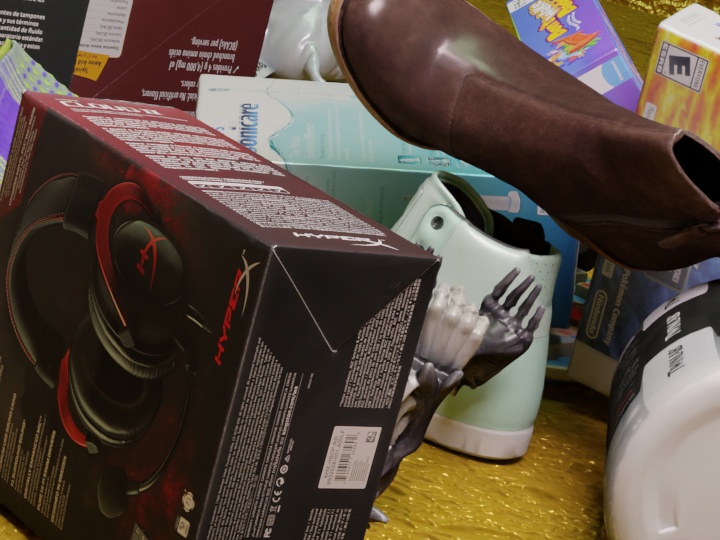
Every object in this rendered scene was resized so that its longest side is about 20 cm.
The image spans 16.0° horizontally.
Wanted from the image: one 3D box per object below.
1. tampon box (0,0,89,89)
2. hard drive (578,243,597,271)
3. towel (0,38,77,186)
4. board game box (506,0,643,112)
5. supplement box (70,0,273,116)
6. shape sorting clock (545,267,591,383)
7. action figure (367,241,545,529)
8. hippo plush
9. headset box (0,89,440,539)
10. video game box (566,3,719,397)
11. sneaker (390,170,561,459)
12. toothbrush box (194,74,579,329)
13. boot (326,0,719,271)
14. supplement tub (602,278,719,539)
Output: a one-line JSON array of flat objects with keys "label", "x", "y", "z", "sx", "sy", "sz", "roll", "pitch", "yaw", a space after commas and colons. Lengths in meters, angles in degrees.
[{"label": "tampon box", "x": -0.234, "y": -0.138, "z": 1.331, "sx": 0.126, "sy": 0.201, "sz": 0.150, "roll": 4, "pitch": 16, "yaw": -39}, {"label": "hard drive", "x": 0.048, "y": -0.040, "z": 1.503, "sx": 0.199, "sy": 0.042, "sz": 0.135, "roll": 12, "pitch": -5, "yaw": 8}, {"label": "towel", "x": -0.120, "y": -0.028, "z": 1.128, "sx": 0.144, "sy": 0.023, "sz": 0.200, "roll": 37, "pitch": 21, "yaw": -11}, {"label": "board game box", "x": 0.149, "y": -0.048, "z": 1.341, "sx": 0.045, "sy": 0.200, "sz": 0.135, "roll": -28, "pitch": 23, "yaw": 9}, {"label": "supplement box", "x": -0.165, "y": -0.171, "z": 1.539, "sx": 0.133, "sy": 0.201, "sz": 0.197, "roll": 25, "pitch": 17, "yaw": 38}, {"label": "shape sorting clock", "x": 0.081, "y": 0.018, "z": 1.385, "sx": 0.199, "sy": 0.039, "sz": 0.200, "roll": 14, "pitch": 13, "yaw": -3}, {"label": "action figure", "x": -0.006, "y": 0.035, "z": 1.053, "sx": 0.119, "sy": 0.102, "sz": 0.200, "roll": 25, "pitch": 26, "yaw": 20}, {"label": "hippo plush", "x": -0.056, "y": -0.234, "z": 2.010, "sx": 0.159, "sy": 0.161, "sz": 0.200, "roll": 16, "pitch": 13, "yaw": 5}, {"label": "headset box", "x": -0.073, "y": 0.029, "z": 0.930, "sx": 0.075, "sy": 0.149, "sz": 0.200, "roll": 5, "pitch": 18, "yaw": -38}, {"label": "video game box", "x": 0.203, "y": 0.000, "z": 1.213, "sx": 0.182, "sy": 0.200, "sz": 0.047, "roll": 25, "pitch": 32, "yaw": 23}, {"label": "sneaker", "x": 0.000, "y": 0.000, "z": 1.196, "sx": 0.200, "sy": 0.119, "sz": 0.074, "roll": 19, "pitch": 14, "yaw": 17}, {"label": "toothbrush box", "x": 0.009, "y": -0.039, "z": 1.340, "sx": 0.199, "sy": 0.086, "sz": 0.146, "roll": 4, "pitch": 21, "yaw": -4}, {"label": "boot", "x": 0.093, "y": -0.067, "z": 1.127, "sx": 0.200, "sy": 0.072, "sz": 0.166, "roll": 37, "pitch": -13, "yaw": -25}, {"label": "supplement tub", "x": 0.163, "y": 0.072, "z": 1.070, "sx": 0.122, "sy": 0.123, "sz": 0.200, "roll": 15, "pitch": 13, "yaw": 2}]
